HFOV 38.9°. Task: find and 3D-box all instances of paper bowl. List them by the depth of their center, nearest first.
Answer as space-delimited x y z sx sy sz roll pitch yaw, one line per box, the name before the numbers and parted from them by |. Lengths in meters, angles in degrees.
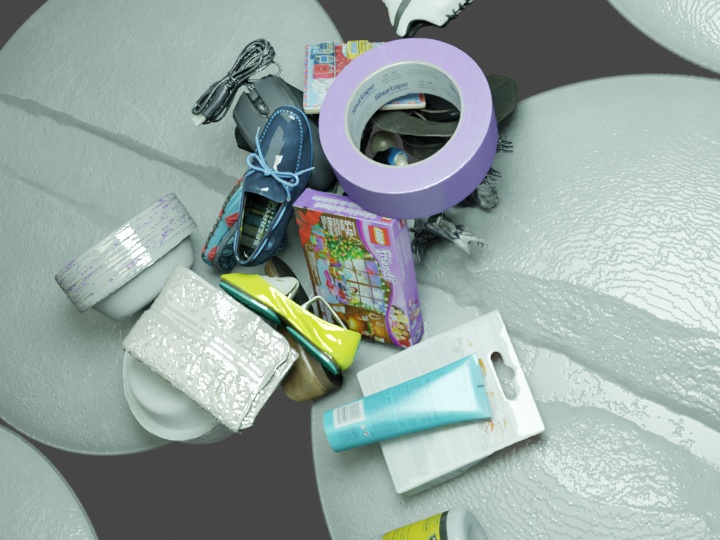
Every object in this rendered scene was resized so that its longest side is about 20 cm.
paper bowl | -0.230 0.126 1.359 0.198 0.104 0.203 -6 75 22
paper bowl | -0.307 -0.010 1.394 0.200 0.201 0.105 -35 98 12

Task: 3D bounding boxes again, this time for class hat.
hat | 0.107 -0.185 1.289 0.198 0.082 0.202 -5 34 4

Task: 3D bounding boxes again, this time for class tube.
tube | 0.054 0.164 1.213 0.198 0.050 0.078 -19 73 13

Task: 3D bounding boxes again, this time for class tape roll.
tape roll | 0.055 -0.162 1.162 0.197 0.066 0.203 -5 65 11

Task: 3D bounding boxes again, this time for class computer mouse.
computer mouse | -0.110 -0.177 1.275 0.138 0.053 0.200 -43 90 10

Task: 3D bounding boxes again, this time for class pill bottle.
pill bottle | 0.050 0.357 1.176 0.198 0.112 0.114 -24 68 17

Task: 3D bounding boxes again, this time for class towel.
towel | -0.187 0.098 1.268 0.199 0.035 0.133 33 79 10

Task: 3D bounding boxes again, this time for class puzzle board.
puzzle board | 0.001 -0.256 1.315 0.149 0.018 0.201 -3 35 0

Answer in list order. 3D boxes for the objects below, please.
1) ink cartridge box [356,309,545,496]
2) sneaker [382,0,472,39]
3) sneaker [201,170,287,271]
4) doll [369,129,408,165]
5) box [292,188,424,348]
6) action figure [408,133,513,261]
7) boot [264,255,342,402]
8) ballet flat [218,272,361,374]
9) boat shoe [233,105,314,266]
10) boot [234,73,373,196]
ink cartridge box | 0.110 0.161 1.239 0.198 0.047 0.162 -26 67 14
sneaker | 0.126 -0.369 1.361 0.198 0.074 0.081 -17 81 25
sneaker | -0.147 -0.044 1.351 0.095 0.200 0.080 35 55 0
doll | 0.026 -0.095 1.322 0.136 0.048 0.202 -37 45 51
box | 0.000 0.000 1.252 0.135 0.202 0.039 12 45 27
action figure | 0.120 -0.077 1.254 0.101 0.200 0.120 22 56 -8
boot | -0.096 0.077 1.341 0.075 0.073 0.202 -30 69 21
ballet flat | -0.083 0.049 1.273 0.199 0.067 0.067 35 77 13
boat shoe | -0.104 -0.095 1.227 0.083 0.069 0.203 14 105 13
boot | -0.087 -0.140 1.343 0.166 0.076 0.202 21 106 9
